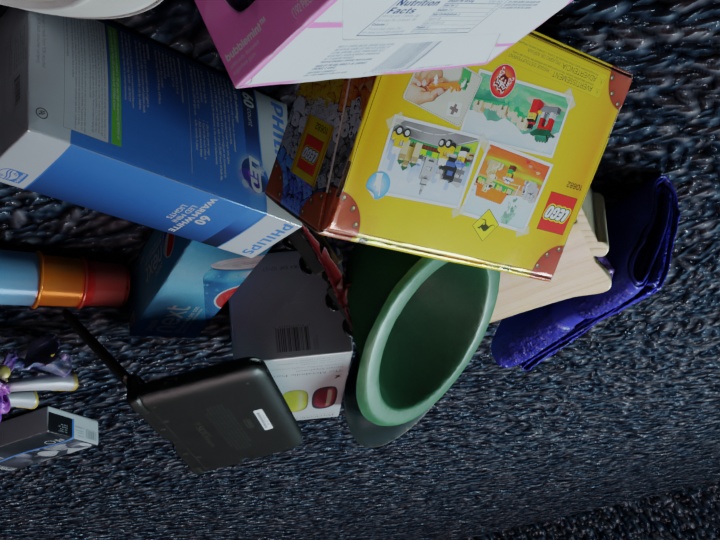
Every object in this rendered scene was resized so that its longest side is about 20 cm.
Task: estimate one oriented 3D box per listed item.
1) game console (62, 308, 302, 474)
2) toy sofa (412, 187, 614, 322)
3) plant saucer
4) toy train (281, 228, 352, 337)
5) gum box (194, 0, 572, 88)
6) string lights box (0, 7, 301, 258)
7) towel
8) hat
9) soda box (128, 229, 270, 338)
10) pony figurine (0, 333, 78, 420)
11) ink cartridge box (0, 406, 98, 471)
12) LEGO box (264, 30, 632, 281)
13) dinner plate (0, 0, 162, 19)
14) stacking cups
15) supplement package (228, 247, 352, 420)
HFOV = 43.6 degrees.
[{"bbox_3d":[-0.162,0.105,0.857,0.174,0.117,0.200,-15,150,1],"label":"game console"},{"bbox_3d":[0.116,-0.016,0.785,0.199,0.083,0.098,-21,118,24],"label":"toy sofa"},{"bbox_3d":[0.042,0.081,0.901,0.027,0.201,0.200,34,138,-19],"label":"plant saucer"},{"bbox_3d":[-0.005,0.025,0.796,0.034,0.201,0.046,-30,-172,41],"label":"toy train"},{"bbox_3d":[0.002,-0.149,0.386,0.066,0.114,0.199,-31,173,39],"label":"gum box"},{"bbox_3d":[-0.132,-0.086,0.574,0.059,0.104,0.199,-29,148,35],"label":"string lights box"},{"bbox_3d":[0.214,0.010,0.851,0.049,0.148,0.200,40,140,-8],"label":"towel"},{"bbox_3d":[0.000,0.000,0.743,0.165,0.175,0.201,-27,137,-38],"label":"hat"},{"bbox_3d":[-0.143,-0.009,0.778,0.067,0.065,0.200,6,152,-28],"label":"soda box"},{"bbox_3d":[-0.387,0.111,0.878,0.199,0.168,0.192,-5,167,-46],"label":"pony figurine"},{"bbox_3d":[-0.461,0.233,1.208,0.198,0.040,0.099,-18,154,20],"label":"ink cartridge box"},{"bbox_3d":[0.060,-0.087,0.575,0.199,0.077,0.150,11,106,-36],"label":"LEGO box"},{"bbox_3d":[-0.180,-0.163,0.402,0.198,0.024,0.200,13,166,3],"label":"dinner plate"},{"bbox_3d":[-0.297,0.003,0.767,0.198,0.061,0.060,3,153,-31],"label":"stacking cups"},{"bbox_3d":[-0.074,0.074,0.918,0.113,0.111,0.200,-5,155,-7],"label":"supplement package"}]
